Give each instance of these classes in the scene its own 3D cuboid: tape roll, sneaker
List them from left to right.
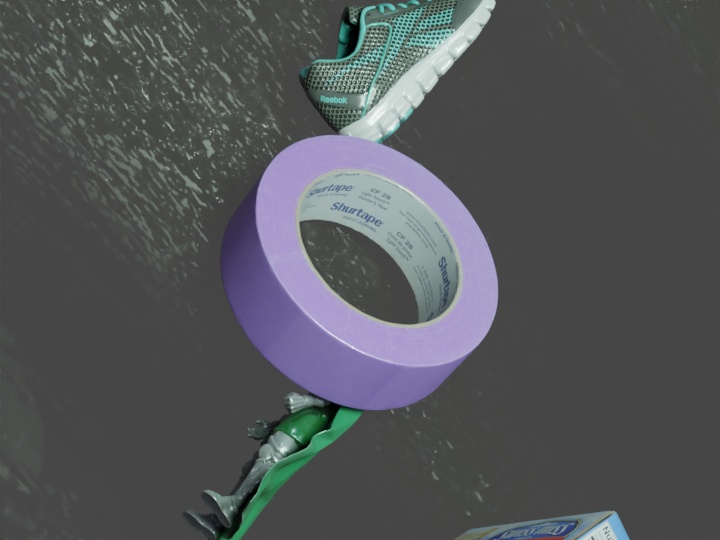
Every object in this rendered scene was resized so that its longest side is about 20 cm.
[{"bbox_3d":[0.000,0.000,1.350,0.199,0.066,0.201,18,48,-21],"label":"tape roll"},{"bbox_3d":[0.029,-0.181,1.441,0.091,0.078,0.200,45,61,-9],"label":"sneaker"}]

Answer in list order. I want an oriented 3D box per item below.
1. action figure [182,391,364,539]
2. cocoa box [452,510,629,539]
[{"bbox_3d":[-0.046,0.118,1.335,0.055,0.118,0.200,46,53,0],"label":"action figure"},{"bbox_3d":[0.112,0.265,1.324,0.131,0.200,0.134,-29,94,-30],"label":"cocoa box"}]
